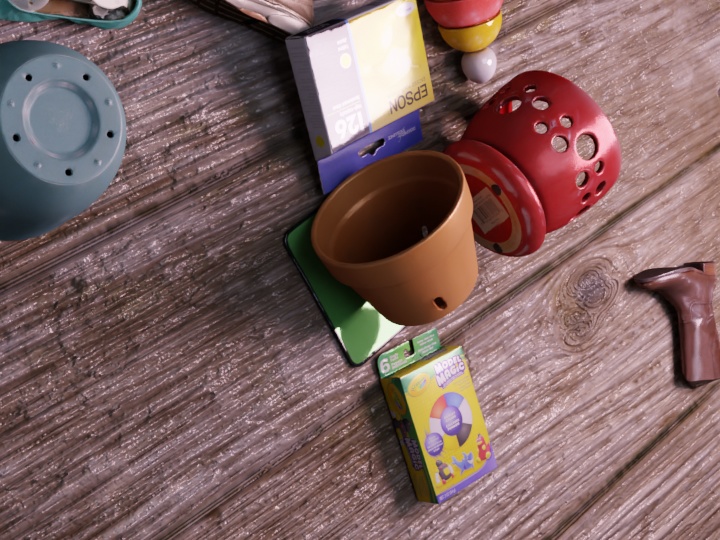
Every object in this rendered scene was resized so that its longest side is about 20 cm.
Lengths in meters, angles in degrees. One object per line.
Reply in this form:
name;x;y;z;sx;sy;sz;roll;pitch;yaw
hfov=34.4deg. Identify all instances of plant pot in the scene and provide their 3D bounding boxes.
plant pot;0.058;-0.029;1.419;0.201;0.199;0.140;-53;131;-26
plant pot;0.212;-0.136;1.535;0.182;0.200;0.201;-39;108;-25
plant pot;-0.327;-0.138;1.161;0.199;0.160;0.203;3;84;-35

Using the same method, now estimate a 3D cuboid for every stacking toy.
stacking toy;0.143;-0.347;1.564;0.146;0.145;0.201;-35;126;-33

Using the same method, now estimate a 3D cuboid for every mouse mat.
mouse mat;0.000;0.000;1.483;0.161;0.008;0.201;-38;107;-32

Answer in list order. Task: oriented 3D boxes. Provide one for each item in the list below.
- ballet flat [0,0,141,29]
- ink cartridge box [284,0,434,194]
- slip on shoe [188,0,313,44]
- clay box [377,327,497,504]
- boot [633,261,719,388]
ballet flat;-0.321;-0.297;1.232;0.199;0.070;0.068;-1;87;-36
ink cartridge box;0.010;-0.223;1.452;0.197;0.047;0.202;-32;117;-37
slip on shoe;-0.133;-0.325;1.367;0.199;0.076;0.061;18;84;-37
clay box;0.100;0.186;1.516;0.114;0.047;0.202;-24;101;-35
boot;0.502;0.093;1.814;0.185;0.064;0.202;-6;95;-34
